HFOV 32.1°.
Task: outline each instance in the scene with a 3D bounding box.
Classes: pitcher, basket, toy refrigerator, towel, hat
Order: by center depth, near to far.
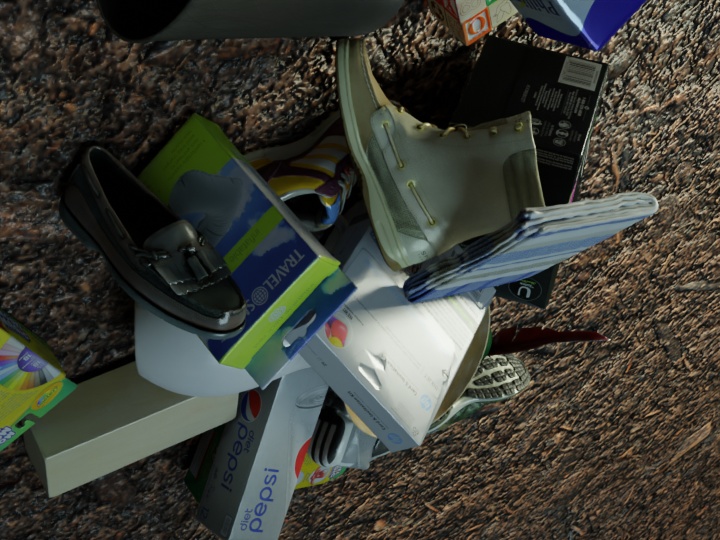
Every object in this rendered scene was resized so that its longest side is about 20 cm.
[{"bbox_3d":[-0.065,-0.235,0.885,0.199,0.136,0.181,1,124,-48],"label":"basket"},{"bbox_3d":[0.139,-0.019,1.057,0.146,0.024,0.200,-10,167,-31],"label":"towel"},{"bbox_3d":[-0.102,0.027,1.137,0.198,0.173,0.121,-1,172,-5],"label":"pitcher"},{"bbox_3d":[-0.221,0.134,1.202,0.199,0.070,0.076,-21,148,-24],"label":"toy refrigerator"},{"bbox_3d":[0.125,0.103,1.391,0.165,0.176,0.201,-8,134,-38],"label":"hat"}]

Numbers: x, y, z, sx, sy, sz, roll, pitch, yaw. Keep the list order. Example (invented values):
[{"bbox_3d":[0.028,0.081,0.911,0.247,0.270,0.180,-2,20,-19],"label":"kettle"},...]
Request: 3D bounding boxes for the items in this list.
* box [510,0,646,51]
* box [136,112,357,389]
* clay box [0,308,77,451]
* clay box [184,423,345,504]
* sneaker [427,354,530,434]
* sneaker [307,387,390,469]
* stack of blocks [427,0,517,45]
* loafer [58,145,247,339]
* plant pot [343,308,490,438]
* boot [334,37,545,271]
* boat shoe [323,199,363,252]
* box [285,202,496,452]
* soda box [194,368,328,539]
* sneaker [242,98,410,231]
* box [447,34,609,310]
[{"bbox_3d":[0.165,-0.306,0.957,0.184,0.105,0.200,-46,118,-2],"label":"box"},{"bbox_3d":[-0.109,-0.017,1.017,0.122,0.200,0.048,-46,156,10],"label":"box"},{"bbox_3d":[-0.337,0.082,1.051,0.115,0.048,0.200,-39,147,-2],"label":"clay box"},{"bbox_3d":[-0.088,0.193,1.394,0.199,0.048,0.115,-5,130,-41],"label":"clay box"},{"bbox_3d":[0.118,0.159,1.558,0.199,0.077,0.089,-18,153,-21],"label":"sneaker"},{"bbox_3d":[0.018,0.124,1.365,0.115,0.075,0.201,24,89,-44],"label":"sneaker"},{"bbox_3d":[0.145,-0.298,1.069,0.199,0.059,0.115,-35,145,-8],"label":"stack of blocks"},{"bbox_3d":[-0.162,-0.024,0.966,0.072,0.200,0.063,-22,141,-48],"label":"loafer"},{"bbox_3d":[0.053,0.080,1.299,0.199,0.027,0.201,-19,123,-32],"label":"plant pot"},{"bbox_3d":[0.068,-0.115,1.054,0.154,0.201,0.072,-16,-177,10],"label":"boot"},{"bbox_3d":[0.000,0.000,1.262,0.201,0.072,0.068,-57,157,19],"label":"boat shoe"},{"bbox_3d":[0.032,0.036,1.121,0.041,0.200,0.156,-22,119,43],"label":"box"},{"bbox_3d":[-0.097,0.174,1.270,0.068,0.063,0.201,16,94,-43],"label":"soda box"},{"bbox_3d":[-0.027,-0.083,1.120,0.199,0.090,0.075,-28,144,-17],"label":"sneaker"},{"bbox_3d":[0.149,-0.092,1.195,0.201,0.123,0.149,96,14,-46],"label":"box"}]
